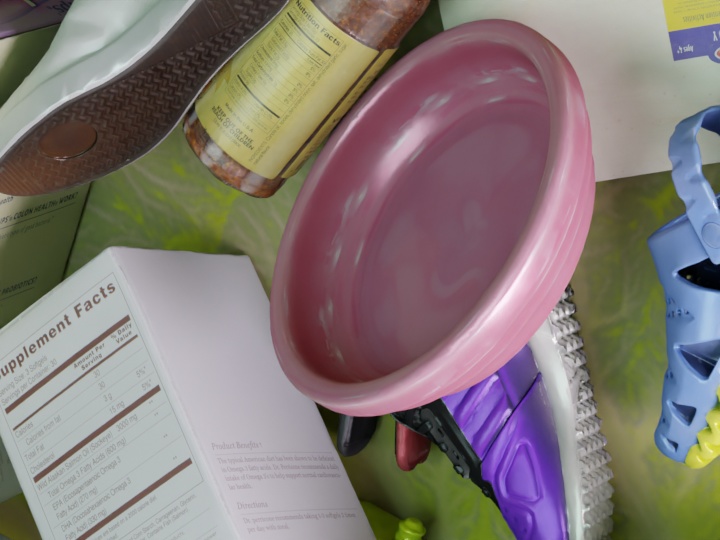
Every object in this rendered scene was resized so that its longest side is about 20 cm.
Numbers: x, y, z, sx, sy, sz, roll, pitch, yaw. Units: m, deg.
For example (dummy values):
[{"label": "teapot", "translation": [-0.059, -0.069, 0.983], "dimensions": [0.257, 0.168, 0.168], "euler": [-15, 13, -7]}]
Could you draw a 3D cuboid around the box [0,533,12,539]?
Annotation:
[{"label": "box", "translation": [-0.240, 0.236, 1.540], "dimensions": [0.200, 0.104, 0.185], "euler": [14, 110, 57]}]

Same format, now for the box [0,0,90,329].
[{"label": "box", "translation": [-0.221, -0.058, 1.462], "dimensions": [0.096, 0.176, 0.201], "euler": [28, 114, 20]}]

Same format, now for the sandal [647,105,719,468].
[{"label": "sandal", "translation": [0.171, 0.001, 1.311], "dimensions": [0.087, 0.079, 0.201], "euler": [28, 121, 21]}]

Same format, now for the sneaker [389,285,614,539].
[{"label": "sneaker", "translation": [0.064, 0.072, 1.389], "dimensions": [0.099, 0.070, 0.201], "euler": [-11, 88, 16]}]

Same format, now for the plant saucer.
[{"label": "plant saucer", "translation": [0.040, -0.019, 1.320], "dimensions": [0.200, 0.051, 0.201], "euler": [-33, 41, 34]}]

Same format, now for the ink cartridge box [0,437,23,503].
[{"label": "ink cartridge box", "translation": [-0.265, 0.108, 1.513], "dimensions": [0.115, 0.200, 0.067], "euler": [-6, 99, 30]}]

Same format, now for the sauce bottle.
[{"label": "sauce bottle", "translation": [-0.008, -0.125, 1.365], "dimensions": [0.066, 0.066, 0.200], "euler": [46, 112, 12]}]

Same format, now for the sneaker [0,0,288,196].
[{"label": "sneaker", "translation": [-0.116, -0.116, 1.382], "dimensions": [0.200, 0.073, 0.085], "euler": [-38, 55, 21]}]

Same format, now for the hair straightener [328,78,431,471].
[{"label": "hair straightener", "translation": [0.000, 0.000, 1.432], "dimensions": [0.077, 0.041, 0.201], "euler": [8, 108, 27]}]

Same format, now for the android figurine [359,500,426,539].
[{"label": "android figurine", "translation": [-0.018, 0.205, 1.495], "dimensions": [0.182, 0.041, 0.201], "euler": [30, 116, 20]}]

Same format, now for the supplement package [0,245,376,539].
[{"label": "supplement package", "translation": [-0.092, 0.102, 1.436], "dimensions": [0.117, 0.117, 0.201], "euler": [-36, 68, 29]}]

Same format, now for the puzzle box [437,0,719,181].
[{"label": "puzzle box", "translation": [0.135, -0.112, 1.340], "dimensions": [0.199, 0.025, 0.134], "euler": [-8, 98, 30]}]
